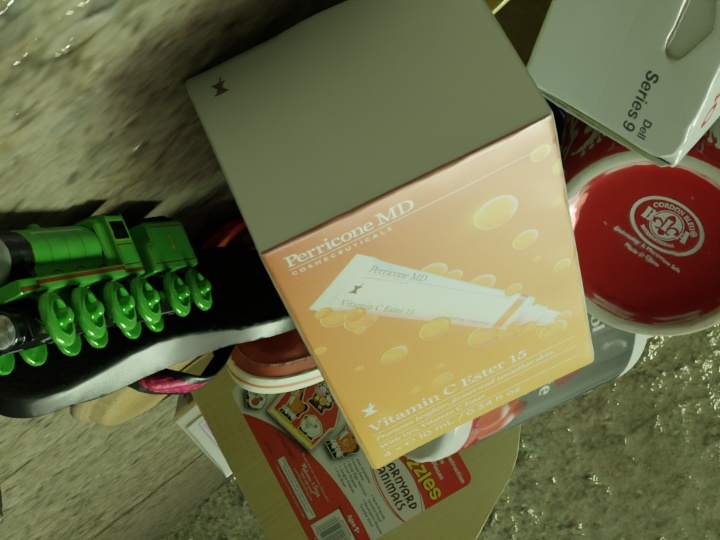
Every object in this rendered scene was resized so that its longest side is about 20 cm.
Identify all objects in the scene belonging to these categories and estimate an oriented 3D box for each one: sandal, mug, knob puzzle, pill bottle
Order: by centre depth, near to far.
[{"bbox_3d":[-0.108,0.037,0.711,0.198,0.075,0.046,-19,131,-31],"label":"sandal"},{"bbox_3d":[0.186,-0.066,0.724,0.201,0.175,0.135,-64,155,-52],"label":"mug"},{"bbox_3d":[0.096,0.025,0.786,0.198,0.112,0.111,-20,166,-29],"label":"pill bottle"},{"bbox_3d":[0.014,0.093,0.863,0.219,0.220,0.030,-37,172,-5],"label":"knob puzzle"}]

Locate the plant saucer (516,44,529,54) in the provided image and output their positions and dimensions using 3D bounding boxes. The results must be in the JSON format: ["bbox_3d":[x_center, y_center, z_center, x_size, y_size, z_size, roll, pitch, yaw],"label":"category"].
[{"bbox_3d":[0.093,-0.134,0.889,0.200,0.037,0.200,-39,174,-5],"label":"plant saucer"}]

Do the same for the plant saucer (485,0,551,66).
[{"bbox_3d":[0.038,-0.109,0.703,0.200,0.049,0.200,-41,173,19],"label":"plant saucer"}]

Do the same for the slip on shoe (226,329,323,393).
[{"bbox_3d":[0.000,0.000,0.819,0.199,0.074,0.062,-35,134,-12],"label":"slip on shoe"}]

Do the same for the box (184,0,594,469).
[{"bbox_3d":[0.022,-0.016,0.603,0.123,0.098,0.201,-25,146,-1],"label":"box"}]

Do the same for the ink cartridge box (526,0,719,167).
[{"bbox_3d":[0.171,-0.161,0.631,0.200,0.087,0.146,-45,160,-45],"label":"ink cartridge box"}]

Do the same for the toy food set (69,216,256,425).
[{"bbox_3d":[-0.102,0.025,0.852,0.199,0.049,0.198,-38,173,-3],"label":"toy food set"}]

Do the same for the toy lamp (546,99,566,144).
[{"bbox_3d":[0.093,-0.075,0.799,0.058,0.058,0.200,-39,179,15],"label":"toy lamp"}]

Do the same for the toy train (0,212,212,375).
[{"bbox_3d":[-0.116,0.004,0.598,0.041,0.057,0.200,-23,178,13],"label":"toy train"}]

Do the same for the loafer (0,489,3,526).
[{"bbox_3d":[-0.234,0.125,0.718,0.073,0.072,0.200,-39,174,7],"label":"loafer"}]

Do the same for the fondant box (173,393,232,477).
[{"bbox_3d":[-0.058,0.052,0.991,0.144,0.058,0.200,-39,-169,6],"label":"fondant box"}]
